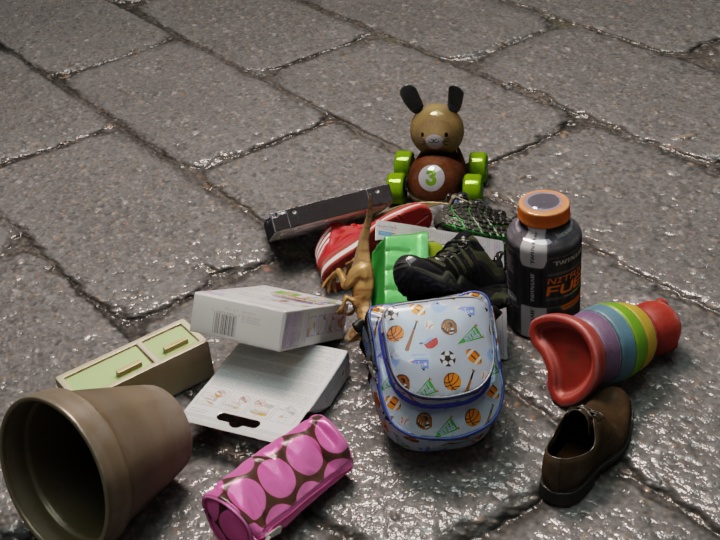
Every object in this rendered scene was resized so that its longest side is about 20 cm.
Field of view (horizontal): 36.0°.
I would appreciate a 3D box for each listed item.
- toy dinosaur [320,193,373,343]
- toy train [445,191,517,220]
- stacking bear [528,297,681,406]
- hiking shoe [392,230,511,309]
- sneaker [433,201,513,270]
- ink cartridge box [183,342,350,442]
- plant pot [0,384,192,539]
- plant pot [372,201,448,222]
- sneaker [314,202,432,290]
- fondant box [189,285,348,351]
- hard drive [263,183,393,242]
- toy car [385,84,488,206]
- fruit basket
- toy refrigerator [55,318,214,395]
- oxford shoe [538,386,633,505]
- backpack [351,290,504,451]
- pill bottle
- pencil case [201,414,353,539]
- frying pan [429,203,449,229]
[{"bbox_3d":[0.000,0.000,1.534,0.060,0.201,0.106,4,-3,-36],"label":"toy dinosaur"},{"bbox_3d":[0.223,-0.070,1.749,0.199,0.034,0.046,25,49,5],"label":"toy train"},{"bbox_3d":[0.344,0.091,1.476,0.199,0.122,0.114,-14,-9,-33],"label":"stacking bear"},{"bbox_3d":[0.118,-0.004,1.475,0.076,0.200,0.101,-23,61,43],"label":"hiking shoe"},{"bbox_3d":[0.198,-0.038,1.664,0.199,0.085,0.078,20,33,-16],"label":"sneaker"},{"bbox_3d":[-0.125,0.167,1.491,0.162,0.057,0.200,10,41,22],"label":"ink cartridge box"},{"bbox_3d":[-0.304,0.220,1.336,0.200,0.201,0.173,19,24,33],"label":"plant pot"},{"bbox_3d":[0.103,-0.050,1.798,0.199,0.028,0.200,-5,34,3],"label":"plant pot"},{"bbox_3d":[0.009,-0.065,1.737,0.200,0.078,0.116,-31,40,1],"label":"sneaker"},{"bbox_3d":[-0.124,0.064,1.552,0.144,0.058,0.200,11,7,23],"label":"fondant box"},{"bbox_3d":[-0.055,-0.092,1.809,0.199,0.038,0.140,-14,-3,-11],"label":"hard drive"},{"bbox_3d":[0.129,-0.223,1.896,0.164,0.201,0.158,2,34,12],"label":"toy car"},{"bbox_3d":[0.111,0.028,1.556,0.199,0.094,0.186,11,64,-23],"label":"fruit basket"},{"bbox_3d":[-0.310,0.144,1.531,0.200,0.070,0.076,-25,38,-27],"label":"toy refrigerator"},{"bbox_3d":[0.283,0.194,1.352,0.072,0.085,0.200,13,36,29],"label":"oxford shoe"},{"bbox_3d":[0.097,0.127,1.393,0.199,0.154,0.191,-8,75,0],"label":"backpack"},{"bbox_3d":[0.257,-0.011,1.558,0.106,0.201,0.106,-4,34,3],"label":"pill bottle"},{"bbox_3d":[-0.091,0.254,1.318,0.093,0.091,0.200,21,40,33],"label":"pencil case"},{"bbox_3d":[0.134,-0.057,1.758,0.114,0.031,0.190,-2,31,6],"label":"frying pan"}]
